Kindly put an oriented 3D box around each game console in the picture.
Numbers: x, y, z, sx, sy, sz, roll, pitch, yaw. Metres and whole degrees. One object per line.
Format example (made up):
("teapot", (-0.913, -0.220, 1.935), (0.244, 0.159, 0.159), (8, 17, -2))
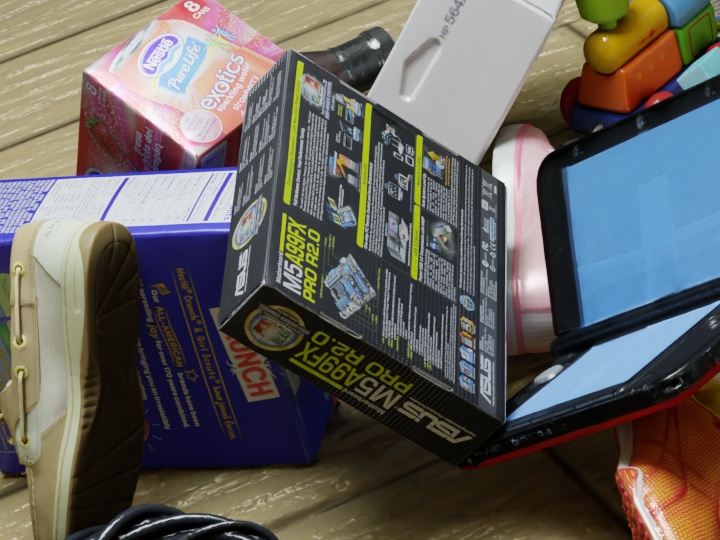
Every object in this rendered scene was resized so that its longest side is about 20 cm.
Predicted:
("game console", (0.129, 0.002, 1.439), (0.172, 0.119, 0.200), (-35, 6, -36))

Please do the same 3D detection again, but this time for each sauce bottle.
("sauce bottle", (-0.065, -0.112, 1.875), (0.199, 0.066, 0.066), (-26, 32, -22))

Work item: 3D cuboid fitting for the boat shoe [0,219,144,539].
("boat shoe", (-0.162, 0.068, 1.486), (0.066, 0.201, 0.074), (10, 12, 27))

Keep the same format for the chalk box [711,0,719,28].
("chalk box", (0.229, -0.269, 1.955), (0.124, 0.124, 0.200), (-22, 30, -12))

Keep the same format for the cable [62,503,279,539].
("cable", (-0.117, 0.190, 1.403), (0.199, 0.051, 0.163), (-27, 33, -23))

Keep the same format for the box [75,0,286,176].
("box", (-0.105, -0.055, 1.636), (0.095, 0.201, 0.103), (38, 57, 20))

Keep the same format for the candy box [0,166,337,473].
("candy box", (-0.130, 0.030, 1.557), (0.199, 0.170, 0.077), (-2, 35, 19))

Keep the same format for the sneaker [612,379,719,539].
("sneaker", (0.171, 0.110, 1.392), (0.077, 0.073, 0.200), (-13, 30, 8))

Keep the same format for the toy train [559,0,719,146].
("toy train", (0.161, -0.139, 1.771), (0.084, 0.116, 0.200), (14, 40, 40))

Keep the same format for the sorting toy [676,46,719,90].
("sorting toy", (0.229, -0.068, 1.671), (0.180, 0.107, 0.200), (-37, 32, -1))

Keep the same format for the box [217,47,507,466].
("box", (0.006, -0.010, 1.478), (0.044, 0.160, 0.201), (-45, 27, 34))

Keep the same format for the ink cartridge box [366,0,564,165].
("ink cartridge box", (0.069, -0.144, 1.737), (0.084, 0.146, 0.200), (28, 23, -1))

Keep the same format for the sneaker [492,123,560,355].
("sneaker", (0.131, -0.022, 1.632), (0.104, 0.076, 0.201), (-7, 34, 9))
